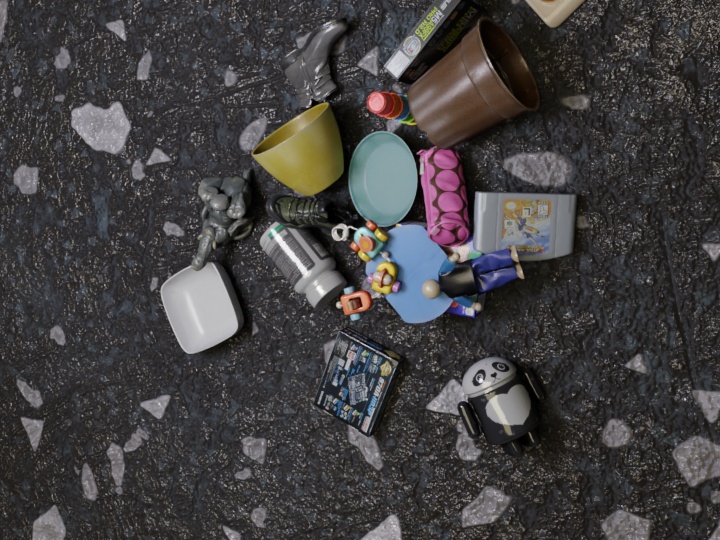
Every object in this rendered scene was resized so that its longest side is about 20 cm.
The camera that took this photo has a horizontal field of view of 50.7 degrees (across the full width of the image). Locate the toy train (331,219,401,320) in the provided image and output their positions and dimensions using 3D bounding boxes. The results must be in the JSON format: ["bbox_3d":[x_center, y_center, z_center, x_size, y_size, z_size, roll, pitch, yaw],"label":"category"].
[{"bbox_3d":[0.000,0.000,1.549,0.149,0.056,0.202,-10,94,20],"label":"toy train"}]

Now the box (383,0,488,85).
[{"bbox_3d":[0.150,-0.456,1.496,0.044,0.160,0.200,47,113,14],"label":"box"}]

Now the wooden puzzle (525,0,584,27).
[{"bbox_3d":[0.367,-0.596,1.435,0.185,0.046,0.200,-43,78,24],"label":"wooden puzzle"}]

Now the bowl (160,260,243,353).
[{"bbox_3d":[-0.381,0.086,1.875,0.199,0.075,0.201,-25,87,26],"label":"bowl"}]

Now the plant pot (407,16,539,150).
[{"bbox_3d":[0.209,-0.346,1.472,0.198,0.200,0.201,-29,84,33],"label":"plant pot"}]

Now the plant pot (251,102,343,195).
[{"bbox_3d":[-0.115,-0.249,1.654,0.199,0.200,0.142,-23,113,26],"label":"plant pot"}]

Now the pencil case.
[{"bbox_3d":[0.164,-0.151,1.529,0.091,0.093,0.201,-34,51,41],"label":"pencil case"}]

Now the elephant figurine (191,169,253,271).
[{"bbox_3d":[-0.327,-0.118,1.798,0.142,0.154,0.201,-113,27,-43],"label":"elephant figurine"}]

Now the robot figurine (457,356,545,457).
[{"bbox_3d":[0.289,0.275,1.546,0.124,0.150,0.201,-29,84,39],"label":"robot figurine"}]

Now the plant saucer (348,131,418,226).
[{"bbox_3d":[0.055,-0.195,1.622,0.199,0.036,0.202,9,103,44],"label":"plant saucer"}]

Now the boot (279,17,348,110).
[{"bbox_3d":[-0.078,-0.449,1.667,0.199,0.070,0.132,-31,86,37],"label":"boot"}]

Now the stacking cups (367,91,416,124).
[{"bbox_3d":[0.073,-0.325,1.528,0.060,0.200,0.061,4,100,23],"label":"stacking cups"}]

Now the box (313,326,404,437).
[{"bbox_3d":[-0.006,0.253,1.731,0.158,0.046,0.201,26,107,21],"label":"box"}]

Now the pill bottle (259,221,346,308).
[{"bbox_3d":[-0.127,-0.020,1.716,0.113,0.113,0.200,-44,77,24],"label":"pill bottle"}]

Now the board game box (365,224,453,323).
[{"bbox_3d":[0.112,0.004,1.561,0.158,0.039,0.200,-42,83,19],"label":"board game box"}]

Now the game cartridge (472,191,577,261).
[{"bbox_3d":[0.321,-0.086,1.489,0.198,0.042,0.134,1,94,0],"label":"game cartridge"}]

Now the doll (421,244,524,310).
[{"bbox_3d":[0.216,0.018,1.482,0.198,0.049,0.137,-16,116,12],"label":"doll"}]

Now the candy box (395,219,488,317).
[{"bbox_3d":[0.165,-0.007,1.596,0.199,0.077,0.171,11,102,26],"label":"candy box"}]

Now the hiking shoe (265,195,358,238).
[{"bbox_3d":[-0.104,-0.134,1.656,0.198,0.101,0.076,13,63,-14],"label":"hiking shoe"}]
